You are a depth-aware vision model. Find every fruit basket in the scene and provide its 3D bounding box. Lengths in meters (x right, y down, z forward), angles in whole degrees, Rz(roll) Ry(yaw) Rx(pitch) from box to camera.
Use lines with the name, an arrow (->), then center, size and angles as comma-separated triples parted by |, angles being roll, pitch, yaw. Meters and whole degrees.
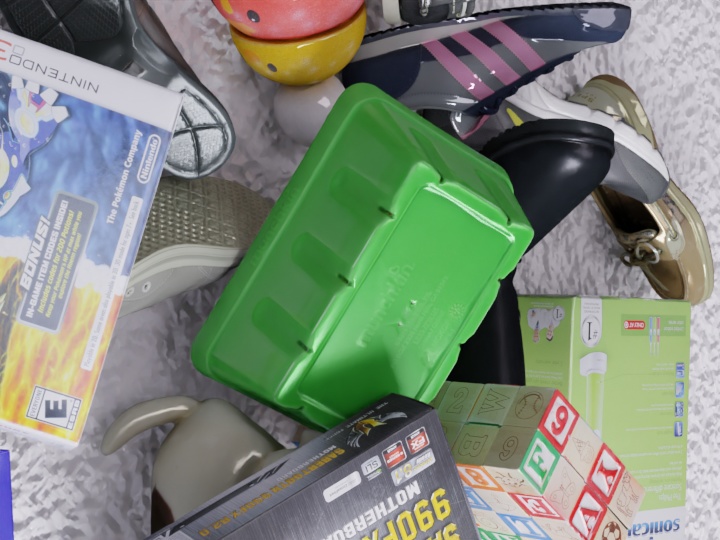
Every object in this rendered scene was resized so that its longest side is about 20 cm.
fruit basket -> 0.000, 0.000, 1.004 | 0.155, 0.215, 0.217 | 29, 70, -27

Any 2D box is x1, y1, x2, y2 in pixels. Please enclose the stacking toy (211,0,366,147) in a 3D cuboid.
stacking toy -> -0.039, -0.166, 1.014 | 0.146, 0.146, 0.201 | -36, 129, -37

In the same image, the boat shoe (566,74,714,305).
boat shoe -> 0.210, -0.052, 1.274 | 0.063, 0.073, 0.201 | -36, 103, -30

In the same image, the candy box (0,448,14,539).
candy box -> -0.262, 0.197, 0.823 | 0.169, 0.077, 0.201 | -3, 91, -44

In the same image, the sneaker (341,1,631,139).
sneaker -> 0.087, -0.134, 1.100 | 0.070, 0.199, 0.083 | -76, 156, -81

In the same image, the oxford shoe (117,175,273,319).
oxford shoe -> -0.124, -0.009, 0.970 | 0.200, 0.075, 0.058 | -22, 147, -49

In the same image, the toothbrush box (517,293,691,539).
toothbrush box -> 0.171, 0.119, 1.221 | 0.145, 0.086, 0.201 | 2, 88, -43

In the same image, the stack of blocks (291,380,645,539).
stack of blocks -> 0.066, 0.125, 1.045 | 0.115, 0.199, 0.059 | 47, 60, -34

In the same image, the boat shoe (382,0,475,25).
boat shoe -> 0.060, -0.205, 1.082 | 0.200, 0.067, 0.072 | -64, 148, -67

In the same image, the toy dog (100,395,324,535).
toy dog -> -0.081, 0.187, 0.955 | 0.194, 0.139, 0.201 | 33, 67, -24

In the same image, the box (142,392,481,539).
box -> -0.024, 0.183, 0.888 | 0.199, 0.048, 0.159 | -28, 110, -25

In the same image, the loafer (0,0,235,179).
loafer -> -0.149, -0.137, 0.950 | 0.072, 0.063, 0.200 | -34, 119, 9

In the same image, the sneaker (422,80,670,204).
sneaker -> 0.128, -0.085, 1.177 | 0.199, 0.074, 0.085 | 24, 86, -13

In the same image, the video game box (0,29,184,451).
video game box -> -0.206, -0.028, 0.848 | 0.181, 0.047, 0.201 | 18, 76, -12

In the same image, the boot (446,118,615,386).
boot -> 0.100, 0.006, 1.068 | 0.076, 0.200, 0.169 | 9, 71, -28
